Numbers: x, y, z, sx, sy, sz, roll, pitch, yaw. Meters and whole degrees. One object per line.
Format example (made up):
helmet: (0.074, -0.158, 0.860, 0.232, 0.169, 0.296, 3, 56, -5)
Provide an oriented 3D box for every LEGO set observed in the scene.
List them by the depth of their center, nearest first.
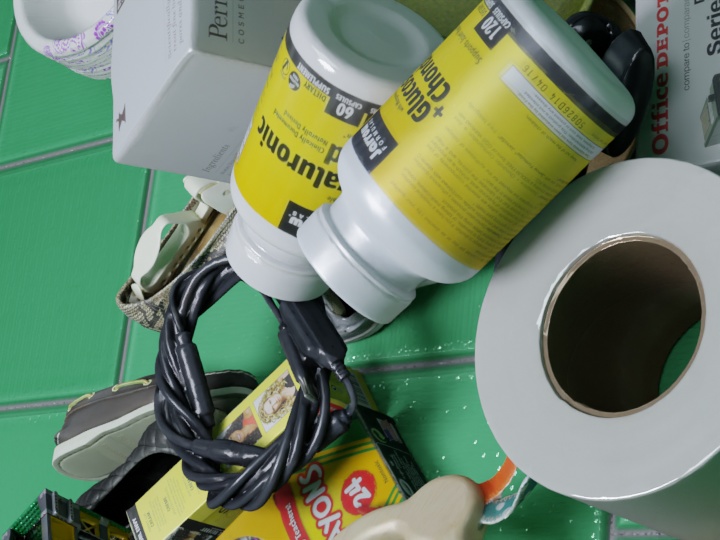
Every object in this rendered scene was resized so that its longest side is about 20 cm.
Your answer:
LEGO set: (-0.233, 0.274, 1.205, 0.200, 0.154, 0.116, -39, 33, 14)

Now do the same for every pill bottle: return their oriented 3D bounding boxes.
pill bottle: (0.058, -0.065, 0.938, 0.200, 0.112, 0.112, -45, 49, 14)
pill bottle: (-0.023, -0.078, 1.056, 0.112, 0.111, 0.201, 63, 141, 38)

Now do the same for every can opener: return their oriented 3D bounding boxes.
can opener: (0.126, -0.072, 1.019, 0.079, 0.063, 0.201, -99, 26, -58)

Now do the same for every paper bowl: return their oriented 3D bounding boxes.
paper bowl: (-0.218, -0.272, 1.452, 0.200, 0.104, 0.202, -18, 61, 35)

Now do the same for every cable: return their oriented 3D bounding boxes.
cable: (-0.084, 0.074, 1.136, 0.163, 0.051, 0.200, -52, 50, 19)

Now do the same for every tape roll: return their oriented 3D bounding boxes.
tape roll: (0.187, 0.051, 0.936, 0.202, 0.139, 0.204, -17, 62, 35)

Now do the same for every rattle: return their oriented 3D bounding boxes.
rattle: (0.065, 0.205, 1.013, 0.200, 0.143, 0.130, -44, 18, -12)

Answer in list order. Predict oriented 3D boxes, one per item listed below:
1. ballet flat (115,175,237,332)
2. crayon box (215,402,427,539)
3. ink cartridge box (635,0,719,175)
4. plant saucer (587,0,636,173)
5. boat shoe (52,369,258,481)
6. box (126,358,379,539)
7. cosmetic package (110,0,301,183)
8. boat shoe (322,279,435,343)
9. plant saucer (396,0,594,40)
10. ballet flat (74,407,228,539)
ballet flat: (-0.133, -0.036, 1.299, 0.200, 0.075, 0.068, -52, 46, 11)
crayon box: (-0.032, 0.209, 1.125, 0.200, 0.051, 0.127, -47, 49, 17)
ink cartridge box: (0.272, -0.124, 0.970, 0.199, 0.084, 0.147, -13, 64, 38)
plant saucer: (0.128, -0.108, 1.126, 0.199, 0.035, 0.202, -17, 63, 35)
boat shoe: (-0.164, 0.111, 1.267, 0.200, 0.072, 0.061, -20, 49, 26)
box: (-0.081, 0.145, 1.181, 0.200, 0.075, 0.050, -43, 50, 18)
cosmetic package: (-0.068, -0.171, 1.181, 0.165, 0.199, 0.166, -41, 47, 52)
boat shoe: (0.001, 0.001, 1.151, 0.201, 0.064, 0.075, -28, 69, 46)
plant saucer: (0.080, -0.226, 1.110, 0.199, 0.048, 0.201, 23, 65, 15)
ballet flat: (-0.161, 0.168, 1.239, 0.200, 0.066, 0.057, -42, 29, 35)
